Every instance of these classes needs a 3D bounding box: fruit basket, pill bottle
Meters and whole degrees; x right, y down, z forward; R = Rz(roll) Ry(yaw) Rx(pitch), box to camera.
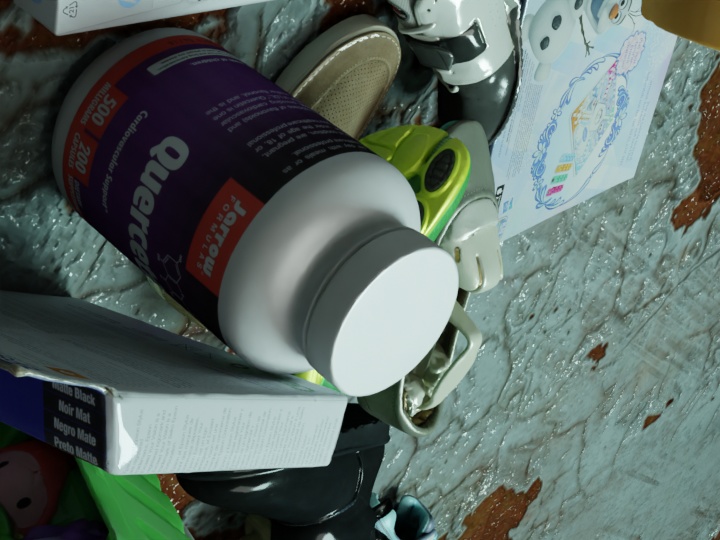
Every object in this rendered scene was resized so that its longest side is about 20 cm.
[{"bbox_3d":[-0.190,0.140,0.649,0.156,0.216,0.216,-56,147,6],"label":"fruit basket"},{"bbox_3d":[-0.051,-0.028,0.639,0.112,0.200,0.113,-31,141,-29],"label":"pill bottle"}]

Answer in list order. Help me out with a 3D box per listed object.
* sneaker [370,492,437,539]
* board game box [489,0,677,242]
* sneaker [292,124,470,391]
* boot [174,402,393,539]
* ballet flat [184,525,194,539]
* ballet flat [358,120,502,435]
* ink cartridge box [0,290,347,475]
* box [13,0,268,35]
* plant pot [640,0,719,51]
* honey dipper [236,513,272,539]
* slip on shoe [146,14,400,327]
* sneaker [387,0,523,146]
[{"bbox_3d":[0.040,0.235,1.108,0.086,0.078,0.200,-56,147,0],"label":"sneaker"},{"bbox_3d":[0.140,-0.128,0.916,0.199,0.043,0.200,-24,137,-39],"label":"board game box"},{"bbox_3d":[0.000,0.000,0.740,0.084,0.074,0.200,-10,141,-51],"label":"sneaker"},{"bbox_3d":[-0.047,0.182,0.905,0.198,0.073,0.163,-5,102,-50],"label":"boot"},{"bbox_3d":[-0.184,0.216,0.829,0.200,0.064,0.067,-31,141,-28],"label":"ballet flat"},{"bbox_3d":[0.053,0.010,0.805,0.067,0.064,0.200,-13,128,-47],"label":"ballet flat"},{"bbox_3d":[-0.140,0.043,0.600,0.200,0.199,0.041,12,93,-53],"label":"ink cartridge box"},{"bbox_3d":[-0.059,-0.198,0.616,0.200,0.041,0.156,-21,135,-40],"label":"box"},{"bbox_3d":[0.256,-0.225,0.812,0.200,0.200,0.184,-9,122,-47],"label":"plant pot"},{"bbox_3d":[-0.112,0.205,0.930,0.200,0.038,0.038,-21,135,-38],"label":"honey dipper"},{"bbox_3d":[-0.037,-0.053,0.758,0.200,0.061,0.076,-48,146,-6],"label":"slip on shoe"},{"bbox_3d":[0.045,-0.151,0.769,0.088,0.074,0.200,-19,133,-23],"label":"sneaker"}]
